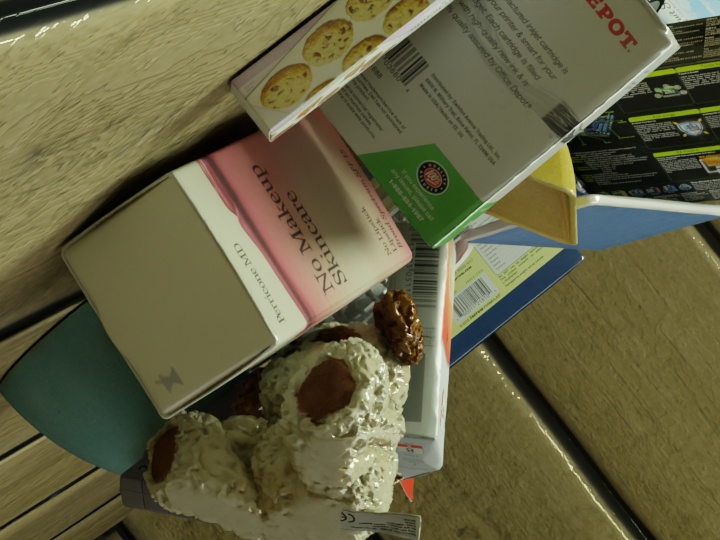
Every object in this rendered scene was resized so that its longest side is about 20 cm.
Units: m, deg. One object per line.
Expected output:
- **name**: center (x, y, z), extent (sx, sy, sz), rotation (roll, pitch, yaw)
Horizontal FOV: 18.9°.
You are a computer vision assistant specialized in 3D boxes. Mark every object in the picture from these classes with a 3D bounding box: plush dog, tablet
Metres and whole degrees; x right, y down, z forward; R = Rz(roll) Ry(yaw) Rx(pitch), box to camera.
- **plush dog**: center (-0.020, 0.102, 1.430), extent (0.199, 0.160, 0.172), rotation (-26, -150, 35)
- **tablet**: center (0.184, -0.038, 1.690), extent (0.130, 0.014, 0.199), rotation (-17, 168, 38)

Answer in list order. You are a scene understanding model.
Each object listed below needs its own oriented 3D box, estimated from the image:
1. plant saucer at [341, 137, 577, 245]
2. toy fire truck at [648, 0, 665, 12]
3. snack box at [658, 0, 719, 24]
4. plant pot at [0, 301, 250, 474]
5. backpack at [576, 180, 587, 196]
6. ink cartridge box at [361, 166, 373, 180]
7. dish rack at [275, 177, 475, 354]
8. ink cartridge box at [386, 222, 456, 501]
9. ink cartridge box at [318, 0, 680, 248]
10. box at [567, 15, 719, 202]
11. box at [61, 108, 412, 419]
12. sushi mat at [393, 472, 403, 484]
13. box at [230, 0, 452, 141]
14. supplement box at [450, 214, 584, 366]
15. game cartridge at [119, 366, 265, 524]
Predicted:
- **plant saucer**: center (0.067, -0.089, 1.515), extent (0.200, 0.199, 0.049), rotation (56, 56, -79)
- **toy fire truck**: center (0.132, -0.190, 1.489), extent (0.176, 0.129, 0.200), rotation (-38, 164, -3)
- **snack box**: center (0.204, -0.180, 1.745), extent (0.068, 0.169, 0.200), rotation (-39, 176, -31)
- **plant pot**: center (-0.163, 0.086, 1.688), extent (0.200, 0.135, 0.200), rotation (-38, 176, -3)
- **backpack**: center (0.212, -0.147, 1.958), extent (0.162, 0.200, 0.168), rotation (-40, 175, 35)
- **ink cartridge box**: center (-0.041, -0.057, 1.792), extent (0.160, 0.047, 0.200), rotation (-36, 177, -27)
- **dish rack**: center (0.000, 0.000, 1.627), extent (0.172, 0.044, 0.200), rotation (-42, 162, 2)
- **ink cartridge box**: center (0.050, 0.074, 1.593), extent (0.050, 0.163, 0.200), rotation (0, 161, 11)
- **ink cartridge box**: center (0.082, -0.133, 1.359), extent (0.200, 0.146, 0.084), rotation (-39, 175, 12)
- **box**: center (0.240, -0.116, 1.648), extent (0.199, 0.193, 0.048), rotation (-7, -123, 29)
- **box**: center (-0.075, -0.010, 1.398), extent (0.109, 0.128, 0.200), rotation (-32, 180, 31)
- **sushi mat**: center (-0.066, 0.156, 1.590), extent (0.095, 0.012, 0.199), rotation (-25, -162, -35)
- **box**: center (0.011, -0.153, 1.282), extent (0.200, 0.042, 0.039), rotation (-37, 176, -5)
- **supplement box**: center (0.071, -0.024, 2.050), extent (0.200, 0.200, 0.134), rotation (-38, 176, -2)
- **game cartridge**: center (-0.068, 0.126, 1.568), extent (0.129, 0.039, 0.200), rotation (3, -158, 28)
